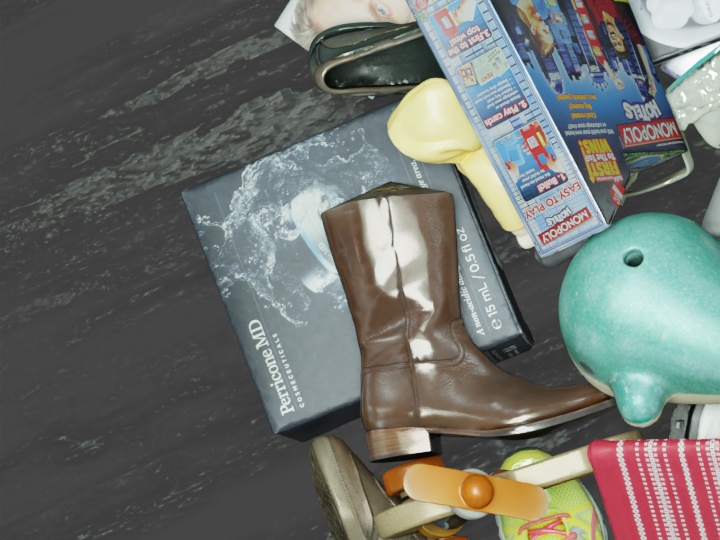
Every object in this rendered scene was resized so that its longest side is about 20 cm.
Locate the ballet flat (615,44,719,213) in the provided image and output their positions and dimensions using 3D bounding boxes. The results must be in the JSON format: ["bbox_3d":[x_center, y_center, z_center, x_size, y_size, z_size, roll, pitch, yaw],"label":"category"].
[{"bbox_3d":[0.236,-0.106,1.742,0.200,0.072,0.072,-37,78,34],"label":"ballet flat"}]

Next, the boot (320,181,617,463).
[{"bbox_3d":[0.075,0.023,1.663,0.186,0.064,0.200,-9,80,3],"label":"boot"}]

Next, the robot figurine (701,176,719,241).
[{"bbox_3d":[0.315,-0.064,1.679,0.113,0.170,0.200,26,83,-32],"label":"robot figurine"}]

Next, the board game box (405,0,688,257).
[{"bbox_3d":[0.140,-0.114,1.639,0.062,0.200,0.200,-26,78,35],"label":"board game box"}]

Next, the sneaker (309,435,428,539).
[{"bbox_3d":[0.029,0.207,1.767,0.075,0.070,0.200,-23,85,-13],"label":"sneaker"}]

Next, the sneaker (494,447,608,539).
[{"bbox_3d":[0.148,0.224,1.727,0.078,0.090,0.200,-19,80,7],"label":"sneaker"}]

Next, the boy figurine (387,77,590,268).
[{"bbox_3d":[0.096,-0.070,1.674,0.064,0.200,0.124,-34,51,22],"label":"boy figurine"}]

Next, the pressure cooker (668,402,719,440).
[{"bbox_3d":[0.307,0.126,1.660,0.179,0.200,0.176,27,87,9],"label":"pressure cooker"}]

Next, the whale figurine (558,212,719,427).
[{"bbox_3d":[0.222,0.033,1.578,0.200,0.104,0.159,29,71,36],"label":"whale figurine"}]

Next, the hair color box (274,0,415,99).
[{"bbox_3d":[0.033,-0.238,1.780,0.100,0.061,0.200,37,110,11],"label":"hair color box"}]

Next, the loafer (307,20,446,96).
[{"bbox_3d":[0.061,-0.155,1.733,0.200,0.063,0.072,-9,111,3],"label":"loafer"}]

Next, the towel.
[{"bbox_3d":[0.257,0.169,1.573,0.200,0.022,0.145,-4,121,28],"label":"towel"}]

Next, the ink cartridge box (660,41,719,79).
[{"bbox_3d":[0.357,-0.186,1.752,0.198,0.043,0.200,33,105,11],"label":"ink cartridge box"}]

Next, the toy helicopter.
[{"bbox_3d":[0.104,0.150,1.671,0.200,0.132,0.079,-19,78,6],"label":"toy helicopter"}]

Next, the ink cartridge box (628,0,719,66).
[{"bbox_3d":[0.169,-0.237,1.774,0.200,0.043,0.198,-20,80,25],"label":"ink cartridge box"}]

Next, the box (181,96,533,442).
[{"bbox_3d":[0.000,0.000,1.761,0.200,0.117,0.197,-23,81,6],"label":"box"}]
